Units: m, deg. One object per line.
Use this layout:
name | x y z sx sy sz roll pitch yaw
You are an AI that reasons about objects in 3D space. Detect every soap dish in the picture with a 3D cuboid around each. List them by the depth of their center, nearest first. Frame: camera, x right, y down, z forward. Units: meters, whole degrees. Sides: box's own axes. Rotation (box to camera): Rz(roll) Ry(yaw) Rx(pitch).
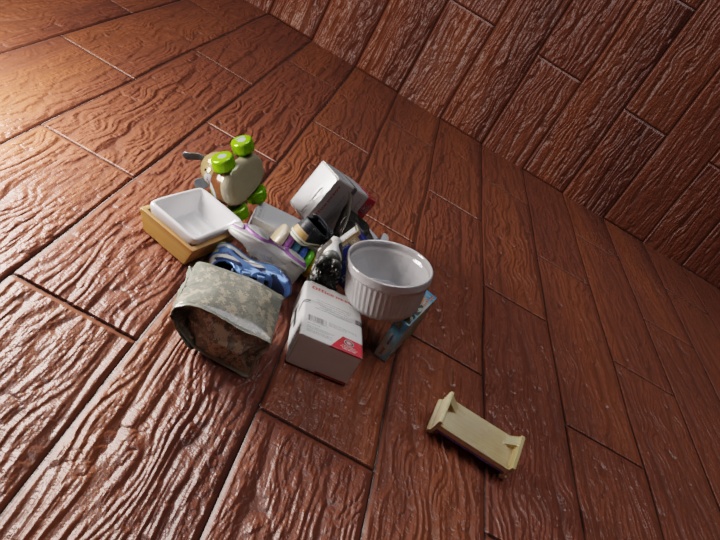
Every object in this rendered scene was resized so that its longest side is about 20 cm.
soap dish | -0.377 -0.101 1.559 0.157 0.082 0.200 38 29 11

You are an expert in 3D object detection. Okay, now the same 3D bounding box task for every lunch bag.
lunch bag | -0.265 0.084 1.342 0.198 0.118 0.165 31 28 -14

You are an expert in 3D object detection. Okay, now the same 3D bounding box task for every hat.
hat | -0.022 -0.093 1.747 0.080 0.203 0.202 17 30 -7

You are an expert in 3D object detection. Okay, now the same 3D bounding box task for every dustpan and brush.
dustpan and brush | 0.053 -0.057 1.837 0.140 0.057 0.201 47 26 -16

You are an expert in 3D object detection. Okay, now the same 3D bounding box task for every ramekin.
ramekin | 0.057 0.026 1.558 0.196 0.106 0.201 10 30 -6

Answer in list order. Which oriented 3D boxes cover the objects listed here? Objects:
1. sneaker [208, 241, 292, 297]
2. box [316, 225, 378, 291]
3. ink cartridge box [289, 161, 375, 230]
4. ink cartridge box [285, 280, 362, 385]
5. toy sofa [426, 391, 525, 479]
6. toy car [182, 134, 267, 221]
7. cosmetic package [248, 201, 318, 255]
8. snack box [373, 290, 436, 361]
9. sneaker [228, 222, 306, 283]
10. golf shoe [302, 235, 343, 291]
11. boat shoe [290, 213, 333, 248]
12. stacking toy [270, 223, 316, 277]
sneaker | -0.246 0.015 1.524 0.197 0.075 0.083 25 30 0
box | 0.000 0.000 1.664 0.200 0.120 0.033 49 12 -32
ink cartridge box | -0.072 -0.184 1.865 0.084 0.145 0.199 48 13 30
ink cartridge box | -0.075 0.129 1.499 0.143 0.084 0.201 24 29 -14
toy sofa | 0.241 0.356 1.486 0.198 0.098 0.083 32 52 -1
toy car | -0.349 -0.232 1.693 0.197 0.166 0.158 12 42 27
cosmetic package | -0.184 -0.085 1.743 0.198 0.072 0.102 25 29 -13
snack box | 0.110 0.128 1.656 0.037 0.117 0.200 37 28 11
sneaker | -0.222 -0.030 1.570 0.199 0.100 0.075 35 15 -15
golf shoe | -0.076 -0.003 1.586 0.077 0.200 0.096 20 60 -10
boat shoe | -0.104 -0.096 1.673 0.075 0.062 0.200 46 14 11
stacking toy | -0.133 -0.018 1.670 0.200 0.085 0.086 41 24 -19
